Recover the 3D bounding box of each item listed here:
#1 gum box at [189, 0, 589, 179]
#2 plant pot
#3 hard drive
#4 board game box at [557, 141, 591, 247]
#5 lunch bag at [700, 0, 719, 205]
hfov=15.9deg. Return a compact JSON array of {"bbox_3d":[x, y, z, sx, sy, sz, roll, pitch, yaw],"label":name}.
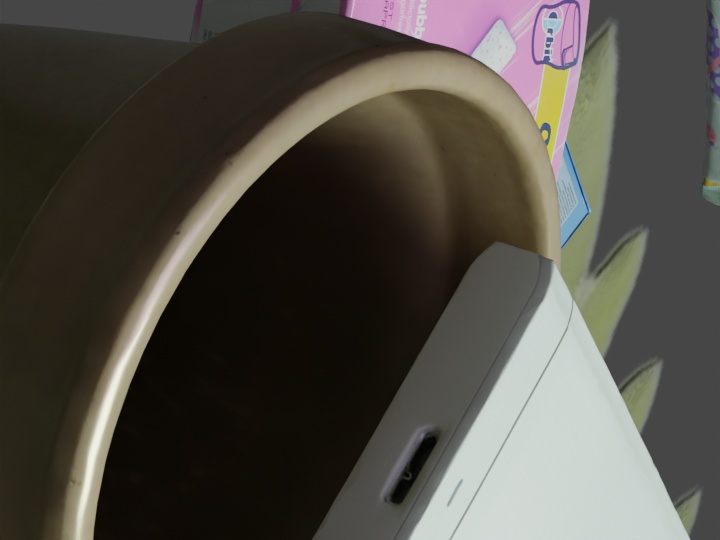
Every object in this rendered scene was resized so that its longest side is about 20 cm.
[{"bbox_3d":[0.000,-0.015,0.817,0.113,0.066,0.200,-3,107,-48],"label":"gum box"},{"bbox_3d":[-0.070,0.011,0.694,0.200,0.175,0.200,-32,134,-41],"label":"plant pot"},{"bbox_3d":[0.042,0.099,0.720,0.132,0.027,0.200,-59,148,-20],"label":"hard drive"},{"bbox_3d":[0.000,0.000,0.915,0.200,0.037,0.151,-52,144,-22],"label":"board game box"},{"bbox_3d":[0.235,-0.131,1.093,0.200,0.127,0.170,-47,145,-38],"label":"lunch bag"}]
